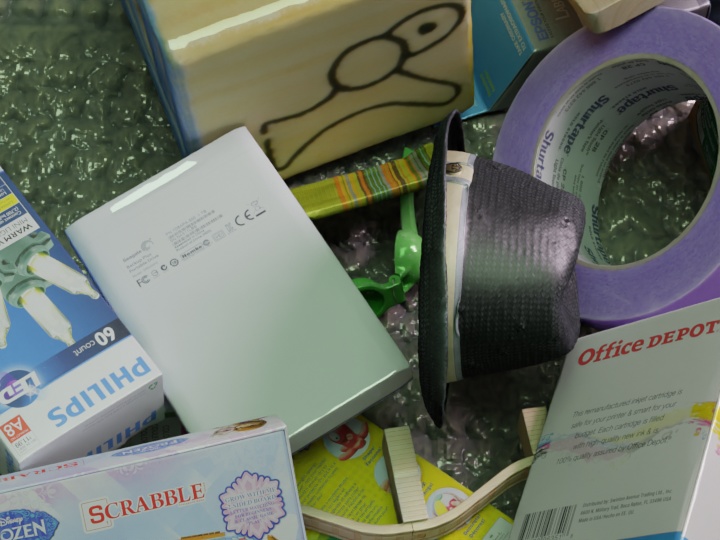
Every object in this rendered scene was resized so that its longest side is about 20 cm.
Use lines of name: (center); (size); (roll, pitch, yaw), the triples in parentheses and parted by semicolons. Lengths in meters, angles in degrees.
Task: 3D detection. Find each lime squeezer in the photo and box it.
lime squeezer: (0.000, 0.000, 1.406); (0.070, 0.038, 0.200); (33, 65, 15)

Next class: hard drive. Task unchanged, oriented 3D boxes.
hard drive: (-0.075, 0.020, 1.313); (0.131, 0.025, 0.201); (-30, 63, -10)

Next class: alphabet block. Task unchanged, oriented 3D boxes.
alphabet block: (-0.051, -0.192, 1.411); (0.198, 0.196, 0.198); (-20, 65, -7)

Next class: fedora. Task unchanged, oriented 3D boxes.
fedora: (0.085, 0.000, 1.276); (0.091, 0.201, 0.202); (3, 60, 6)

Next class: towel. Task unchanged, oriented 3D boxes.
towel: (-0.040, -0.044, 1.395); (0.198, 0.086, 0.018); (-16, 100, -3)

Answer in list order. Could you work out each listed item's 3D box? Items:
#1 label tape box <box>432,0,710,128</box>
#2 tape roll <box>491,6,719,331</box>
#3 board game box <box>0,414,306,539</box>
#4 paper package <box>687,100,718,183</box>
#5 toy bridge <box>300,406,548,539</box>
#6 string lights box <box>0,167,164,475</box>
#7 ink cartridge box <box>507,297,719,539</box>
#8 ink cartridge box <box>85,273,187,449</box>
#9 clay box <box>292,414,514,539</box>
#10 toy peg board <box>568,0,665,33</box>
label tape box: (0.122, -0.196, 1.506); (0.198, 0.063, 0.145); (-16, 62, -12)
tape roll: (0.184, -0.056, 1.359); (0.199, 0.085, 0.202); (-12, 69, 34)
board game box: (-0.121, 0.201, 1.226); (0.198, 0.041, 0.202); (-11, 98, -10)
paper package: (0.332, -0.063, 1.421); (0.189, 0.104, 0.202); (-10, 63, -9)
toy bridge: (0.027, 0.127, 1.288); (0.198, 0.027, 0.068); (-8, 60, -8)
string lights box: (-0.213, 0.030, 1.297); (0.102, 0.059, 0.200); (-31, 65, -22)
ink cartridge box: (0.190, 0.143, 1.246); (0.144, 0.147, 0.201); (37, 58, -27)
ink cartridge box: (-0.139, 0.057, 1.354); (0.198, 0.059, 0.105); (-8, 60, -7)
clay box: (0.012, 0.168, 1.308); (0.199, 0.048, 0.115); (34, 64, 17)
toy peg board: (0.190, -0.277, 1.392); (0.198, 0.098, 0.200); (-27, 36, 1)
